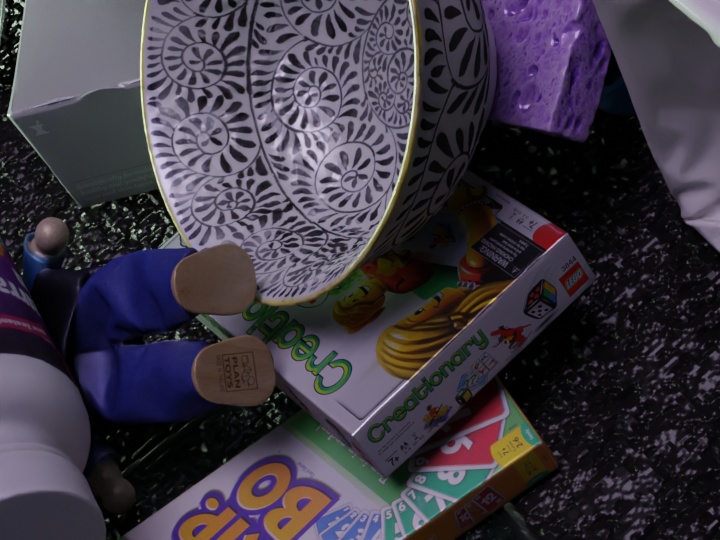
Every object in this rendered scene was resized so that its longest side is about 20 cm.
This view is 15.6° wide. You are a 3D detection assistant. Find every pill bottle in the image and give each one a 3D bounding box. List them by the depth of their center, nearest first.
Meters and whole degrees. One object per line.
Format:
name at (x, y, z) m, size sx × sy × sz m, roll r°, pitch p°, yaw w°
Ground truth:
pill bottle at (-0.183, 0.055, 1.140) m, size 0.111 × 0.112 × 0.200 m, roll -34°, pitch 50°, yaw 2°

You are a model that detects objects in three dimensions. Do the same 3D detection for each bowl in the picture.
bowl at (-0.003, -0.087, 1.137) m, size 0.200 × 0.094 × 0.202 m, roll 4°, pitch 95°, yaw 53°

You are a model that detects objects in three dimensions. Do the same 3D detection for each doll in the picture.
doll at (-0.116, 0.041, 1.183) m, size 0.200 × 0.048 × 0.137 m, roll -10°, pitch 93°, yaw 52°

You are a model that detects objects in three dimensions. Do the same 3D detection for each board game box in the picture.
board game box at (-0.020, 0.107, 1.135) m, size 0.200 × 0.030 × 0.096 m, roll -37°, pitch 45°, yaw 3°
board game box at (0.000, 0.000, 1.174) m, size 0.126 × 0.035 × 0.200 m, roll -43°, pitch 37°, yaw -9°

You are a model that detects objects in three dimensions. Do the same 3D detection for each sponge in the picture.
sponge at (0.040, -0.129, 1.192) m, size 0.200 × 0.030 × 0.112 m, roll 18°, pitch 96°, yaw 49°

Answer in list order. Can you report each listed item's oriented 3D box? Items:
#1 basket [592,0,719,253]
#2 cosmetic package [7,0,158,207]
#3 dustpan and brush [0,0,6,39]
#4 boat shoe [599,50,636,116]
basket at (0.186, -0.084, 1.047) m, size 0.123 × 0.200 × 0.136 m, roll -36°, pitch 46°, yaw -7°
cosmetic package at (-0.107, -0.141, 1.332) m, size 0.106 × 0.090 × 0.201 m, roll -11°, pitch 54°, yaw 20°
dustpan and brush at (-0.185, -0.182, 1.331) m, size 0.057 × 0.200 × 0.140 m, roll 4°, pitch 83°, yaw 2°
boat shoe at (0.145, -0.169, 1.209) m, size 0.068 × 0.084 × 0.200 m, roll 26°, pitch 68°, yaw 28°
